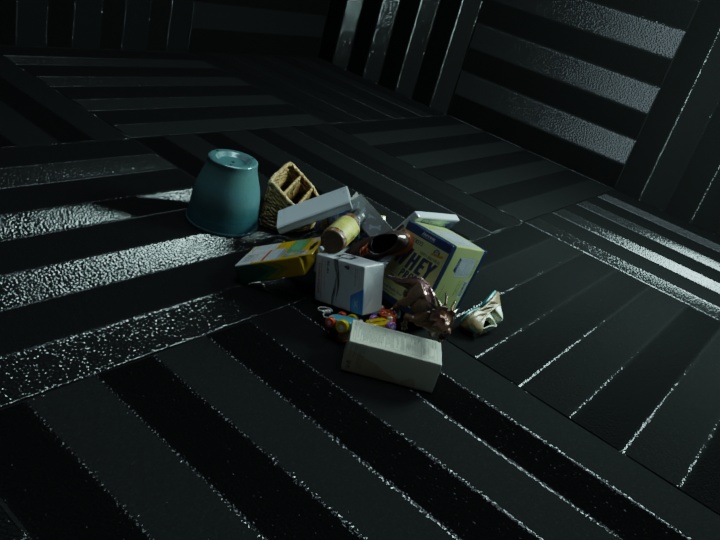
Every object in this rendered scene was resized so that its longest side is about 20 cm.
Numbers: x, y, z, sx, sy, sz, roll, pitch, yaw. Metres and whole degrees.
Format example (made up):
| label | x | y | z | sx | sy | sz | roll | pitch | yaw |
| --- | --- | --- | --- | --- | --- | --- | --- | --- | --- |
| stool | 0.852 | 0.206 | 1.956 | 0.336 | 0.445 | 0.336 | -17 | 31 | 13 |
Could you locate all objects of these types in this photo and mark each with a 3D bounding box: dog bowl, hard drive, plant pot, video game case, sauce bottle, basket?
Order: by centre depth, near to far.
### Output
| label | x | y | z | sx | sy | sz | roll | pitch | yaw |
| --- | --- | --- | --- | --- | --- | --- | --- | --- | --- |
| sauce bottle | -0.034 | -0.103 | 1.683 | 0.066 | 0.066 | 0.200 | 22 | 29 | 12 |
| video game case | 0.135 | -0.083 | 1.748 | 0.200 | 0.182 | 0.023 | -2 | 57 | -53 |
| hard drive | -0.122 | -0.160 | 1.819 | 0.200 | 0.026 | 0.132 | -20 | 25 | 4 |
| dog bowl | 0.034 | -0.122 | 1.861 | 0.200 | 0.059 | 0.200 | 47 | 1 | -1 |
| plant pot | -0.358 | -0.218 | 1.863 | 0.200 | 0.188 | 0.200 | 14 | 27 | -7 |
| basket | -0.185 | -0.204 | 1.980 | 0.143 | 0.149 | 0.200 | 19 | 26 | 5 |

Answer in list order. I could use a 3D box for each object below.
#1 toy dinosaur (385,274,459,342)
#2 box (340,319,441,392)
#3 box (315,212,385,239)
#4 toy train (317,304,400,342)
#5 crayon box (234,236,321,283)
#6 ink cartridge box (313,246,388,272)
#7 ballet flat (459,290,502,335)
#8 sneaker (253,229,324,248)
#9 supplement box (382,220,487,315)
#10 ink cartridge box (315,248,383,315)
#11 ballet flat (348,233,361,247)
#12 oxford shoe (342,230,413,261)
| label | x | y | z | sx | sy | sz | roll | pitch | yaw |
| --- | --- | --- | --- | --- | --- | --- | --- | --- | --- |
| toy dinosaur | 0.141 | 0.071 | 1.504 | 0.086 | 0.136 | 0.200 | -16 | 69 | -40 |
| box | 0.067 | 0.180 | 1.456 | 0.200 | 0.078 | 0.095 | 16 | 26 | -1 |
| box | -0.026 | -0.130 | 1.974 | 0.200 | 0.064 | 0.070 | 6 | -15 | -32 |
| toy train | 0.005 | 0.122 | 1.570 | 0.200 | 0.056 | 0.150 | 2 | 12 | -16 |
| crayon box | -0.182 | -0.026 | 1.649 | 0.200 | 0.052 | 0.126 | -8 | 20 | 19 |
| ink cartridge box | 0.000 | 0.000 | 1.770 | 0.200 | 0.076 | 0.136 | -3 | 33 | -30 |
| ballet flat | 0.322 | 0.115 | 1.758 | 0.072 | 0.068 | 0.200 | 45 | 34 | 11 |
| sneaker | -0.183 | -0.065 | 1.802 | 0.200 | 0.076 | 0.091 | -8 | 10 | -21 |
| supplement box | 0.174 | 0.003 | 1.678 | 0.134 | 0.200 | 0.200 | 33 | 15 | 30 |
| ink cartridge box | -0.042 | 0.023 | 1.606 | 0.200 | 0.116 | 0.067 | 16 | 19 | 42 |
| ballet flat | -0.063 | -0.078 | 1.852 | 0.068 | 0.068 | 0.200 | -33 | 8 | -31 |
| oxford shoe | 0.022 | -0.052 | 1.615 | 0.073 | 0.200 | 0.071 | 8 | 63 | -58 |
